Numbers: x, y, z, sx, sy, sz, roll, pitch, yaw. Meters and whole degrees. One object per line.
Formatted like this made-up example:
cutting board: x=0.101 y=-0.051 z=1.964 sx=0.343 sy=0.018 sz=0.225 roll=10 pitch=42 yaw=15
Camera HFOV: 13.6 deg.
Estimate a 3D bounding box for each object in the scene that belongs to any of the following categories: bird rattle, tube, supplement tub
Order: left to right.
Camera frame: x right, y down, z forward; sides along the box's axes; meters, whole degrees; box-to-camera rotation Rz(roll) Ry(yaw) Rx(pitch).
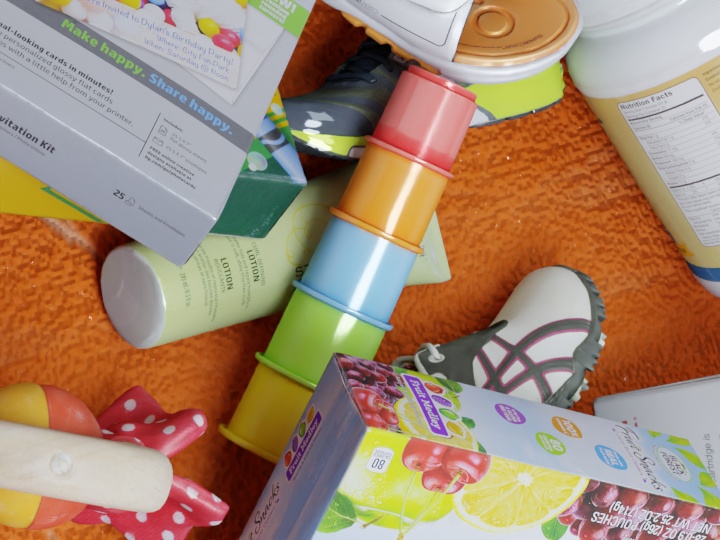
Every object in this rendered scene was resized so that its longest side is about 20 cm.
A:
bird rattle: x=-0.147 y=0.088 z=1.328 sx=0.199 sy=0.163 sz=0.113 roll=22 pitch=85 yaw=-18
tube: x=-0.035 y=-0.011 z=1.486 sx=0.199 sy=0.058 sz=0.052 roll=-17 pitch=47 yaw=-40
supplement tub: x=0.197 y=-0.099 z=1.590 sx=0.145 sy=0.144 sz=0.200 roll=-46 pitch=113 yaw=-33

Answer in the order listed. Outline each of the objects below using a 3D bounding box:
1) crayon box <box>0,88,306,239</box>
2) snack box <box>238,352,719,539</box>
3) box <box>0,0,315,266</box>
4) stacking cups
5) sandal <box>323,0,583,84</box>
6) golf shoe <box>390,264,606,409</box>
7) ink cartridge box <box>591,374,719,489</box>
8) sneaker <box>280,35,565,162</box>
crayon box: x=-0.133 y=-0.086 z=1.409 sx=0.199 sy=0.052 sz=0.126 roll=4 pitch=53 yaw=-33
snack box: x=0.046 y=0.141 z=1.397 sx=0.199 sy=0.169 sz=0.068 roll=16 pitch=26 yaw=-26
box: x=-0.109 y=-0.114 z=1.382 sx=0.155 sy=0.041 sz=0.200 roll=32 pitch=41 yaw=-10
stacking cups: x=0.000 y=0.000 z=1.454 sx=0.060 sy=0.060 sz=0.201 roll=26 pitch=89 yaw=-26
sandal: x=0.012 y=-0.159 z=1.476 sx=0.206 sy=0.059 sz=0.079 roll=25 pitch=55 yaw=11
golf shoe: x=0.061 y=0.055 z=1.504 sx=0.088 sy=0.077 sz=0.200 roll=39 pitch=46 yaw=-12
ink cartridge box: x=0.229 y=0.123 z=1.534 sx=0.084 sy=0.199 sz=0.147 roll=12 pitch=70 yaw=-62
sneaker: x=0.022 y=-0.107 z=1.522 sx=0.199 sy=0.074 sz=0.081 roll=-23 pitch=113 yaw=-42
